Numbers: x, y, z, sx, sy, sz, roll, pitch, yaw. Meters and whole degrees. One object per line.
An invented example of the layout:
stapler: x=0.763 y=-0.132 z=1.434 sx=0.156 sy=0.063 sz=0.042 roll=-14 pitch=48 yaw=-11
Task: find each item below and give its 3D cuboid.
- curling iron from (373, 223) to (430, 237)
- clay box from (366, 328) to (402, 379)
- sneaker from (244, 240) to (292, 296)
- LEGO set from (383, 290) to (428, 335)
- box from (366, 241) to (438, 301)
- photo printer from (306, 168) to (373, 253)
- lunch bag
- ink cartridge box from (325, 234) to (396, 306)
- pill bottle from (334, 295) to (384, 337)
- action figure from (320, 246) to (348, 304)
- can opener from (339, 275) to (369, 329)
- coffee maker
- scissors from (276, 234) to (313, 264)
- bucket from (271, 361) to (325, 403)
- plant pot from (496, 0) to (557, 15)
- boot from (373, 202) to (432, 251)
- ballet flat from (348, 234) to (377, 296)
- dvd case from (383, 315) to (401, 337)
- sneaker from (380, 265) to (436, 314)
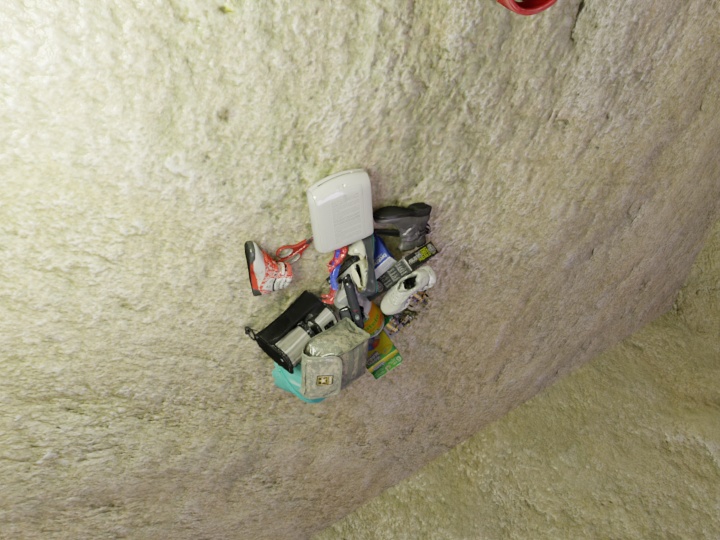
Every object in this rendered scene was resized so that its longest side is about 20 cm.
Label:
curling iron: x=0.121 y=-0.117 z=1.633 sx=0.199 sy=0.026 sz=0.050 roll=-6 pitch=114 yaw=-29
clay box: x=0.041 y=0.241 z=1.816 sx=0.115 sy=0.200 sz=0.048 roll=-36 pitch=144 yaw=-1
sneaker: x=-0.229 y=-0.014 z=1.411 sx=0.107 sy=0.067 sz=0.202 roll=-13 pitch=145 yaw=-14
LEGO set: x=0.161 y=0.129 z=1.822 sx=0.116 sy=0.154 sz=0.200 roll=35 pitch=96 yaw=-18
box: x=0.117 y=0.003 z=1.644 sx=0.160 sy=0.044 sz=0.200 roll=-29 pitch=172 yaw=-48
photo printer: x=-0.049 y=-0.155 z=1.401 sx=0.166 sy=0.070 sz=0.201 roll=-23 pitch=138 yaw=-17
lunch bag: x=-0.079 y=0.251 z=1.530 sx=0.200 sy=0.117 sz=0.165 roll=-28 pitch=138 yaw=-36
ink cartridge box: x=0.000 y=0.000 z=1.592 sx=0.200 sy=0.094 sz=0.044 roll=-41 pitch=144 yaw=14
pill bottle: x=-0.008 y=0.123 z=1.718 sx=0.111 sy=0.111 sz=0.200 roll=-37 pitch=144 yaw=1
action figure: x=-0.070 y=-0.010 z=1.544 sx=0.051 sy=0.065 sz=0.201 roll=16 pitch=105 yaw=-9
can opener: x=-0.021 y=0.096 z=1.555 sx=0.078 sy=0.064 sz=0.201 roll=-19 pitch=139 yaw=-10
coffee maker: x=-0.190 y=0.154 z=1.579 sx=0.200 sy=0.192 sz=0.135 roll=-44 pitch=170 yaw=-25
scissors: x=-0.136 y=-0.074 z=1.480 sx=0.199 sy=0.014 sz=0.073 roll=-31 pitch=142 yaw=-9
bucket: x=-0.154 y=0.295 z=1.708 sx=0.207 sy=0.134 sz=0.208 roll=-37 pitch=138 yaw=-43
plant pot: x=0.303 y=-0.623 z=1.075 sx=0.200 sy=0.183 sz=0.201 roll=-21 pitch=142 yaw=-18
boot: x=0.117 y=-0.112 z=1.567 sx=0.199 sy=0.070 sz=0.132 roll=-9 pitch=120 yaw=-30
ballet flat: x=0.004 y=-0.029 z=1.510 sx=0.073 sy=0.201 sz=0.073 roll=-6 pitch=177 yaw=0
dvd case: x=0.059 y=0.221 z=1.964 sx=0.200 sy=0.018 sz=0.143 roll=-35 pitch=145 yaw=-1
sneaker: x=0.117 y=0.057 z=1.558 sx=0.200 sy=0.075 sz=0.081 roll=-44 pitch=159 yaw=32
